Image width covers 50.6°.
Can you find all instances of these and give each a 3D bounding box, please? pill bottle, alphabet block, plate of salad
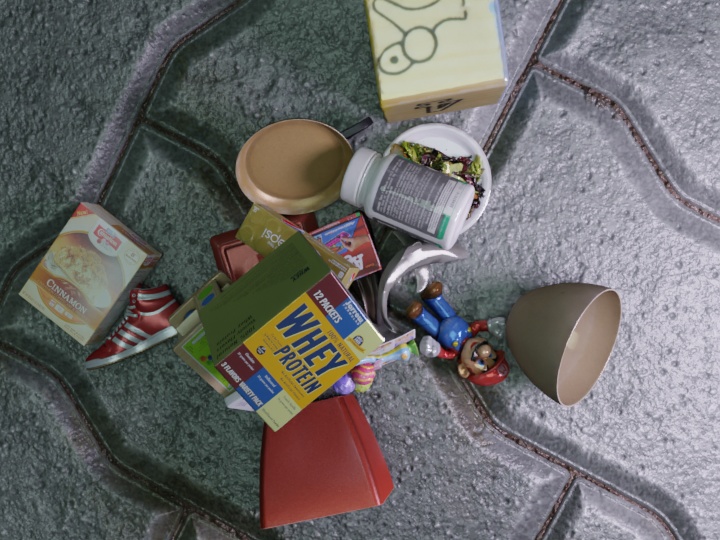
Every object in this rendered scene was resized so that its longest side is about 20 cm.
[{"bbox_3d":[0.075,-0.121,1.237,0.199,0.113,0.114,24,95,11],"label":"pill bottle"},{"bbox_3d":[0.119,-0.358,1.220,0.198,0.196,0.197,-8,91,6],"label":"alphabet block"},{"bbox_3d":[0.125,-0.152,1.303,0.198,0.048,0.202,0,92,5],"label":"plate of salad"}]

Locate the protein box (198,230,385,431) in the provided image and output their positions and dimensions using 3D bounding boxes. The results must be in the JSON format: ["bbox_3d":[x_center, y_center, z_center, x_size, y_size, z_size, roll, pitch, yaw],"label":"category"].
[{"bbox_3d":[-0.104,0.078,1.086,0.198,0.200,0.135,-39,115,-3],"label":"protein box"}]

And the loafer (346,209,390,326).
[{"bbox_3d":[0.000,0.000,1.317,0.070,0.073,0.202,-15,86,16],"label":"loafer"}]

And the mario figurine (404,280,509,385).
[{"bbox_3d":[0.174,0.108,1.279,0.200,0.106,0.124,44,108,6],"label":"mario figurine"}]

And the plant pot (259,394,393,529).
[{"bbox_3d":[-0.065,0.308,1.279,0.198,0.200,0.178,-13,81,6],"label":"plant pot"}]

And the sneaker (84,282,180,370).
[{"bbox_3d":[-0.413,0.094,1.355,0.199,0.071,0.113,-25,94,-1],"label":"sneaker"}]

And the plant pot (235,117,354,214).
[{"bbox_3d":[-0.107,-0.175,1.260,0.198,0.201,0.028,-16,47,6],"label":"plant pot"}]

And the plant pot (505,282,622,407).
[{"bbox_3d":[0.316,0.103,1.241,0.134,0.200,0.202,23,95,37],"label":"plant pot"}]

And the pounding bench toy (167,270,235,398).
[{"bbox_3d":[-0.199,0.073,1.250,0.200,0.156,0.124,-43,115,-1],"label":"pounding bench toy"}]

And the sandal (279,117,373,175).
[{"bbox_3d":[-0.062,-0.200,1.308,0.199,0.075,0.045,-26,99,4],"label":"sandal"}]

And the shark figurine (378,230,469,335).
[{"bbox_3d":[0.075,-0.004,1.250,0.128,0.090,0.215,39,67,9],"label":"shark figurine"}]

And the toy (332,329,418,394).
[{"bbox_3d":[0.007,0.170,1.260,0.199,0.115,0.047,-25,66,-9],"label":"toy"}]

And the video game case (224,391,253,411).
[{"bbox_3d":[-0.103,0.171,1.228,0.199,0.143,0.018,-32,67,12],"label":"video game case"}]

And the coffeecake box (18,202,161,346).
[{"bbox_3d":[-0.479,0.006,1.356,0.153,0.073,0.201,37,95,4],"label":"coffeecake box"}]

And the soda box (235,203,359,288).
[{"bbox_3d":[-0.104,-0.029,1.255,0.199,0.064,0.068,34,98,14],"label":"soda box"}]

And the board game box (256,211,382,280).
[{"bbox_3d":[-0.072,-0.015,1.289,0.198,0.019,0.104,-22,85,14],"label":"board game box"}]

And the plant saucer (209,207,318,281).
[{"bbox_3d":[-0.153,0.009,1.343,0.198,0.037,0.202,-16,91,7],"label":"plant saucer"}]
